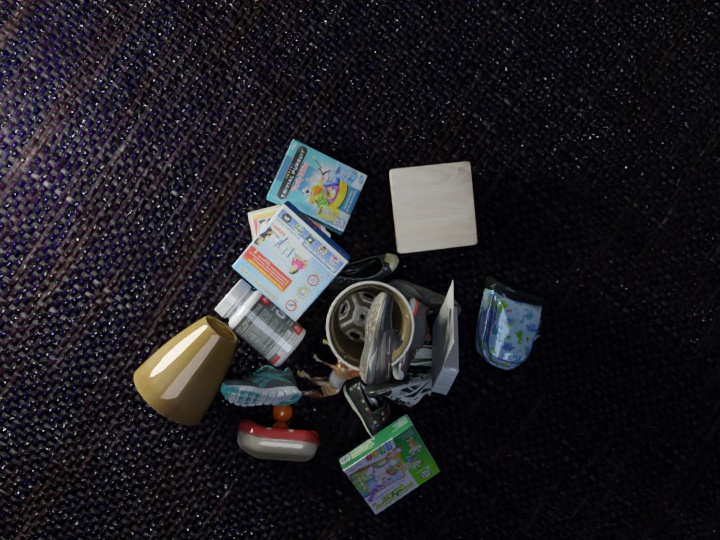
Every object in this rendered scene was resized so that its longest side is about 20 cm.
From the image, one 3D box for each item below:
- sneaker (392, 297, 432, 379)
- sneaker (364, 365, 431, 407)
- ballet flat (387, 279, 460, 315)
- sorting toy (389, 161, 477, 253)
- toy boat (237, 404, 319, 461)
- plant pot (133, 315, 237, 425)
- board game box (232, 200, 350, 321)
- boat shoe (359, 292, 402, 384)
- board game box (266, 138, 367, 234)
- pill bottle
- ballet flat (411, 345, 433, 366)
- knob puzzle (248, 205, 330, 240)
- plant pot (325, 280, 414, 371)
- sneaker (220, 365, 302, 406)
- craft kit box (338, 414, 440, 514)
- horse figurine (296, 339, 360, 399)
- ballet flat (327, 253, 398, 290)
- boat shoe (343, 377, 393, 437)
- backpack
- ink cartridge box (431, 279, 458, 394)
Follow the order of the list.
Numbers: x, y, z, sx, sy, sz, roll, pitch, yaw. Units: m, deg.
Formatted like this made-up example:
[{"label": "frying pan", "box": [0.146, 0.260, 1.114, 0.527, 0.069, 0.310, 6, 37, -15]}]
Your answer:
[{"label": "sneaker", "box": [0.131, 0.167, 1.405, 0.081, 0.077, 0.203, 19, 70, -8]}, {"label": "sneaker", "box": [0.101, 0.298, 1.441, 0.197, 0.074, 0.090, -8, 103, -28]}, {"label": "ballet flat", "box": [0.157, 0.066, 1.473, 0.197, 0.047, 0.068, 18, 125, -2]}, {"label": "sorting toy", "box": [0.173, -0.153, 1.447, 0.197, 0.070, 0.202, -7, 94, -7]}, {"label": "toy boat", "box": [-0.195, 0.382, 1.423, 0.197, 0.131, 0.133, 7, 62, -7]}, {"label": "plant pot", "box": [-0.373, 0.209, 1.332, 0.186, 0.186, 0.201, 39, 96, -7]}, {"label": "board game box", "box": [-0.160, -0.021, 1.375, 0.200, 0.056, 0.196, 42, 103, -7]}, {"label": "boat shoe", "box": [0.049, 0.146, 1.271, 0.072, 0.074, 0.203, 8, 101, -17]}, {"label": "board game box", "box": [-0.103, -0.198, 1.411, 0.198, 0.047, 0.153, 24, 80, -8]}, {"label": "pill bottle", "box": [-0.236, 0.121, 1.392, 0.200, 0.114, 0.114, 42, 88, -7]}, {"label": "ballet flat", "box": [0.114, 0.206, 1.459, 0.197, 0.069, 0.071, 1, 93, -7]}, {"label": "knob puzzle", "box": [-0.167, -0.062, 1.432, 0.216, 0.030, 0.224, 0, 93, -7]}, {"label": "plant pot", "box": [0.012, 0.120, 1.386, 0.197, 0.183, 0.204, 0, 93, -7]}, {"label": "sneaker", "box": [-0.238, 0.267, 1.397, 0.198, 0.092, 0.078, 11, 135, -34]}, {"label": "craft kit box", "box": [0.074, 0.477, 1.445, 0.199, 0.049, 0.199, -33, 125, -4]}, {"label": "horse figurine", "box": [-0.074, 0.254, 1.429, 0.132, 0.050, 0.201, 32, 120, -12]}, {"label": "ballet flat", "box": [0.000, 0.000, 1.434, 0.197, 0.057, 0.067, -17, 54, -4]}, {"label": "boat shoe", "box": [0.039, 0.350, 1.451, 0.063, 0.074, 0.203, -32, 95, 33]}, {"label": "backpack", "box": [0.361, 0.141, 1.460, 0.161, 0.154, 0.202, 19, 104, -14]}, {"label": "ink cartridge box", "box": [0.207, 0.153, 1.366, 0.043, 0.202, 0.175, 13, 132, -4]}]
